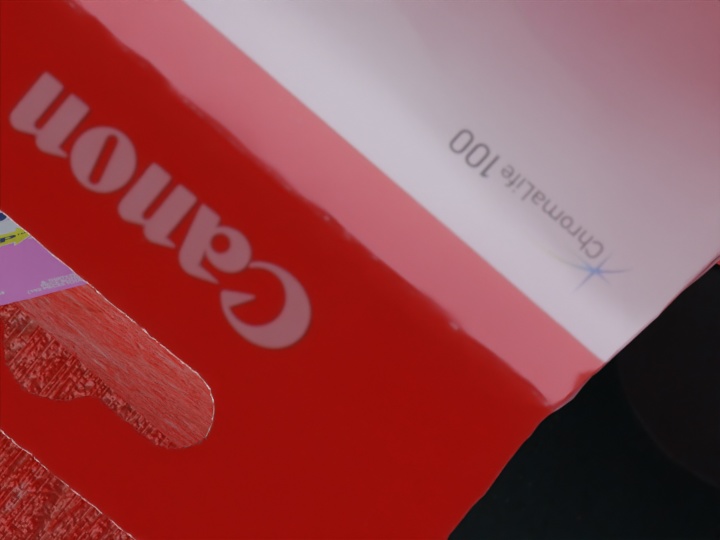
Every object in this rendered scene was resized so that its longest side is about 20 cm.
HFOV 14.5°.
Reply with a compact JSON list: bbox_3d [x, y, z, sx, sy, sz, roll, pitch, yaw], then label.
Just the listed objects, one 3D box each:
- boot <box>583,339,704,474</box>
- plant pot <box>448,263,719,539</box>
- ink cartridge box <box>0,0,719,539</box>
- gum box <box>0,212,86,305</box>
[{"bbox_3d":[0.083,0.060,0.818,0.200,0.155,0.074,42,178,-6],"label":"boot"},{"bbox_3d":[0.100,0.046,0.703,0.200,0.200,0.135,40,-152,-6],"label":"plant pot"},{"bbox_3d":[0.000,-0.049,0.502,0.162,0.200,0.057,40,173,-4],"label":"ink cartridge box"},{"bbox_3d":[-0.143,-0.098,0.957,0.114,0.066,0.201,75,-178,-73],"label":"gum box"}]
